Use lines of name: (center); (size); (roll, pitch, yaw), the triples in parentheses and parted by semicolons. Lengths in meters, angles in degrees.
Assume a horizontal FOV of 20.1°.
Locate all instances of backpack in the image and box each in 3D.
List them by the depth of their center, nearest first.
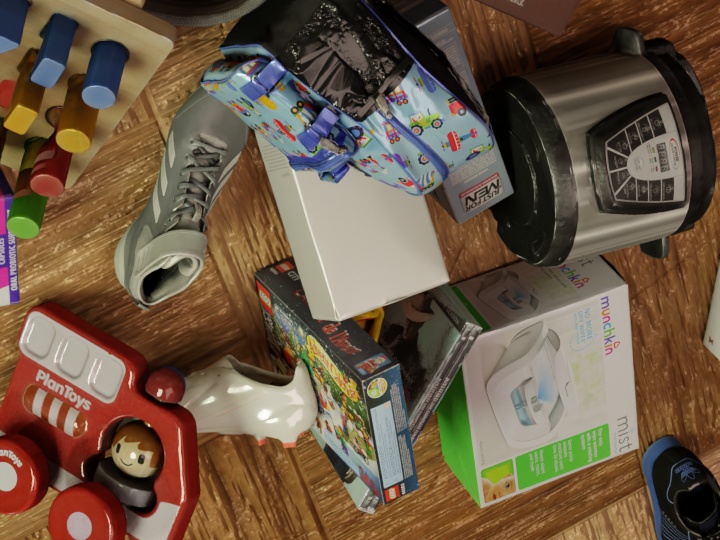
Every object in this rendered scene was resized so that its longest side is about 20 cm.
backpack: (-0.003, -0.131, 1.559); (0.200, 0.183, 0.135); (42, 84, -18)

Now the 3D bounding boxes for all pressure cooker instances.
pressure cooker: (0.218, -0.107, 1.782); (0.200, 0.179, 0.176); (-14, 149, -20)

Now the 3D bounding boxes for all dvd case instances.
dvd case: (0.028, 0.098, 1.825); (0.022, 0.146, 0.200); (22, 108, -30)

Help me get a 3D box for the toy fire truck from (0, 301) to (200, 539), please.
toy fire truck: (-0.219, 0.138, 1.699); (0.112, 0.200, 0.168); (-18, 133, -62)

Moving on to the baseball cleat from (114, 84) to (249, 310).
baseball cleat: (-0.135, -0.058, 1.670); (0.070, 0.106, 0.200); (17, 108, -28)

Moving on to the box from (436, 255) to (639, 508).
box: (0.163, 0.097, 1.927); (0.176, 0.097, 0.200); (-18, 124, -14)

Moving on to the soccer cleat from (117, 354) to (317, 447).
soccer cleat: (-0.136, 0.110, 1.772); (0.200, 0.069, 0.078); (0, 105, 8)

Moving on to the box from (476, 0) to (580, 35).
box: (0.090, -0.314, 1.569); (0.166, 0.200, 0.164); (19, 109, -34)

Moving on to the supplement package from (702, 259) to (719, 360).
supplement package: (0.463, 0.041, 2.031); (0.200, 0.117, 0.117); (-8, 123, -23)

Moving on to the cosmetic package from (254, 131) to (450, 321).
cosmetic package: (-0.012, -0.068, 1.686); (0.108, 0.085, 0.200); (-17, 96, -17)

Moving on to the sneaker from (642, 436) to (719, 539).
sneaker: (0.352, 0.265, 2.137); (0.070, 0.078, 0.200); (-32, 128, -6)

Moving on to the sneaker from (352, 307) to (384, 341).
sneaker: (0.000, 0.000, 1.795); (0.073, 0.077, 0.200); (-12, 122, -19)

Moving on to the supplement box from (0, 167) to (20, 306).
supplement box: (-0.374, -0.023, 1.573); (0.200, 0.103, 0.101); (-10, 124, -20)

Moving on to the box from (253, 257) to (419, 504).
box: (-0.022, 0.094, 1.760); (0.038, 0.200, 0.137); (-24, 127, -19)

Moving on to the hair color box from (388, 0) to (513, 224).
hair color box: (0.057, -0.147, 1.718); (0.061, 0.099, 0.200); (-30, 128, -10)

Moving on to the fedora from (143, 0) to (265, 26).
fedora: (-0.147, -0.271, 1.524); (0.200, 0.090, 0.177); (11, 142, -5)

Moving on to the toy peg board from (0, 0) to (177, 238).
toy peg board: (-0.267, -0.124, 1.461); (0.200, 0.098, 0.199); (23, 139, -20)

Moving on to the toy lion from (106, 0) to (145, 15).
toy lion: (-0.255, -0.220, 1.491); (0.192, 0.069, 0.200); (24, 140, -9)
